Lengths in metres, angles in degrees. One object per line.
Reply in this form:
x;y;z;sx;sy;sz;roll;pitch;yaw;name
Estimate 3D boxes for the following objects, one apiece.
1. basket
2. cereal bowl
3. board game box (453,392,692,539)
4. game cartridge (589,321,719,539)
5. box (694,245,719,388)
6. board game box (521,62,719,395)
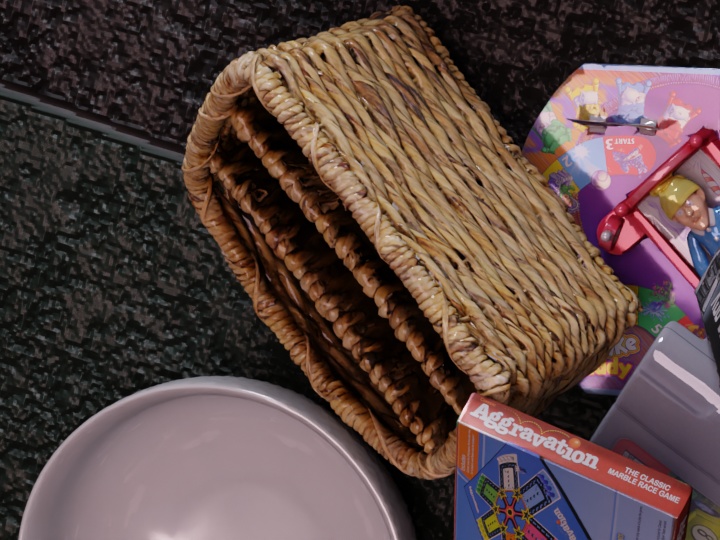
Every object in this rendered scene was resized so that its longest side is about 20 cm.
0.000;0.000;1.366;0.143;0.149;0.200;-42;81;33;basket
-0.061;0.145;1.450;0.200;0.083;0.201;2;98;16;cereal bowl
0.090;0.131;1.321;0.103;0.200;0.019;22;59;15;board game box
0.152;0.127;1.362;0.133;0.041;0.200;34;133;8;game cartridge
0.228;0.054;1.268;0.157;0.200;0.050;26;106;-6;box
0.161;-0.014;1.383;0.199;0.039;0.158;4;98;17;board game box
